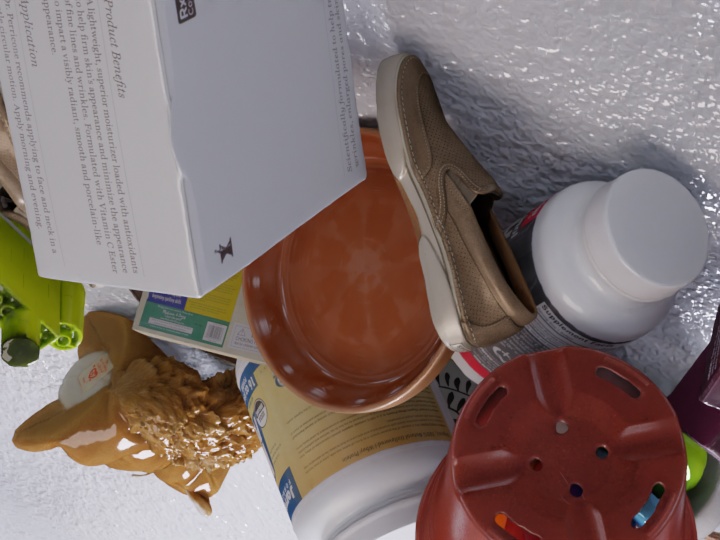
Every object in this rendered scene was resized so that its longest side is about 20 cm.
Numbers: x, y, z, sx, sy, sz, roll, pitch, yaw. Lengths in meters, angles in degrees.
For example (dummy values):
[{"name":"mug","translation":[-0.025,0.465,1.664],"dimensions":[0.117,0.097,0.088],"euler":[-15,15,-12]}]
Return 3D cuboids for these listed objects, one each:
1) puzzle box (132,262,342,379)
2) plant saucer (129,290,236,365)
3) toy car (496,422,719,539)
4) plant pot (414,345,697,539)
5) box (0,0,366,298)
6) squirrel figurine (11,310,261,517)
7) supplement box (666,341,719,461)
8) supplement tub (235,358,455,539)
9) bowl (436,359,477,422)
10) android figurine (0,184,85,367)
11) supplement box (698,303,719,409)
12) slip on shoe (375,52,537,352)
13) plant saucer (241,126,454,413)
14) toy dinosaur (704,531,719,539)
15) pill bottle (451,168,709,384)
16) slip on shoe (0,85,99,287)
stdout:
[{"name":"puzzle box","translation":[-0.064,0.004,1.485],"dimensions":[0.200,0.133,0.025],"euler":[13,172,24]},{"name":"plant saucer","translation":[-0.105,0.013,1.619],"dimensions":[0.200,0.032,0.200],"euler":[20,147,14]},{"name":"toy car","translation":[0.170,0.174,1.511],"dimensions":[0.200,0.150,0.175],"euler":[-25,121,39]},{"name":"plant pot","translation":[0.134,0.153,1.319],"dimensions":[0.200,0.201,0.195],"euler":[21,160,11]},{"name":"box","translation":[-0.108,-0.116,1.222],"dimensions":[0.130,0.200,0.199],"euler":[7,116,30]},{"name":"squirrel figurine","translation":[-0.166,0.143,1.758],"dimensions":[0.200,0.142,0.187],"euler":[-2,144,43]},{"name":"supplement box","translation":[0.320,0.108,1.310],"dimensions":[0.200,0.131,0.103],"euler":[36,-177,-14]},{"name":"supplement tub","translation":[0.000,0.130,1.516],"dimensions":[0.144,0.200,0.145],"euler":[-18,151,-10]},{"name":"bowl","translation":[0.050,0.160,1.652],"dimensions":[0.200,0.094,0.201],"euler":[19,146,13]},{"name":"android figurine","translation":[-0.286,-0.015,1.583],"dimensions":[0.041,0.200,0.182],"euler":[-32,122,17]},{"name":"supplement box","translation":[0.284,0.008,1.135],"dimensions":[0.110,0.086,0.200],"euler":[21,137,-1]},{"name":"slip on shoe","translation":[0.063,-0.049,1.295],"dimensions":[0.060,0.201,0.076],"euler":[-18,168,25]},{"name":"plant saucer","translation":[0.000,0.000,1.402],"dimensions":[0.200,0.201,0.032],"euler":[0,178,37]},{"name":"toy dinosaur","translation":[0.337,0.251,1.582],"dimensions":[0.200,0.086,0.136],"euler":[-12,143,25]},{"name":"pill bottle","translation":[0.144,0.006,1.343],"dimensions":[0.111,0.111,0.200],"euler":[36,147,-12]},{"name":"slip on shoe","translation":[-0.255,-0.060,1.563],"dimensions":[0.076,0.060,0.200],"euler":[54,170,47]}]
